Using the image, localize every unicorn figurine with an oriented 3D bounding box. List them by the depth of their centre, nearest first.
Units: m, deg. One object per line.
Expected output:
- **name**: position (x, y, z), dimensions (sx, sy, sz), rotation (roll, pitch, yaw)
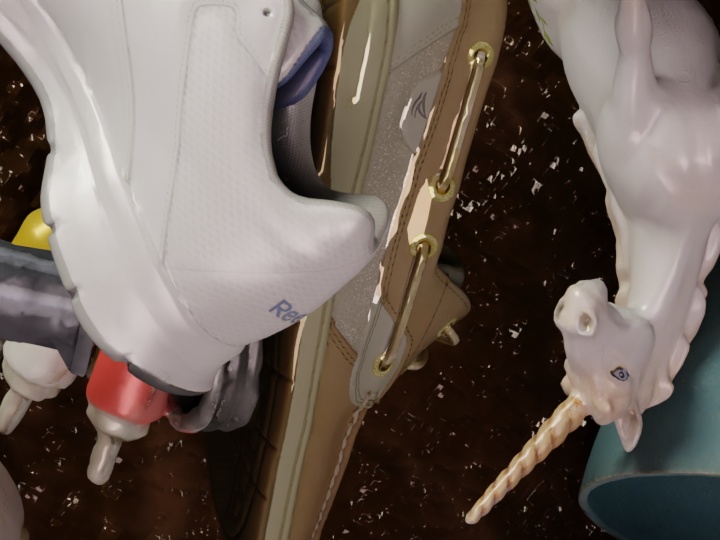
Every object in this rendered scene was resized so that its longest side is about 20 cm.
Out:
- **unicorn figurine**: position (0.071, -0.051, 0.707), dimensions (0.074, 0.200, 0.137), rotation (4, 136, 1)

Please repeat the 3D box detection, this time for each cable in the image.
- **cable**: position (-0.055, -0.032, 0.757), dimensions (0.050, 0.097, 0.200), rotation (-8, 125, -44)

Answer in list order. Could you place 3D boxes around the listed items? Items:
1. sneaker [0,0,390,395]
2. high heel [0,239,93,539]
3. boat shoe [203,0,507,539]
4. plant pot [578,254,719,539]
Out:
- **sneaker**: position (-0.055, -0.071, 0.714), dimensions (0.087, 0.075, 0.200), rotation (-26, 85, 18)
- **high heel**: position (-0.162, 0.067, 0.753), dimensions (0.142, 0.071, 0.200), rotation (14, 110, -9)
- **boat shoe**: position (0.000, 0.000, 0.784), dimensions (0.066, 0.074, 0.200), rotation (1, 119, -23)
- **plant pot**: position (0.175, 0.026, 0.771), dimensions (0.200, 0.200, 0.135), rotation (19, 75, -15)
